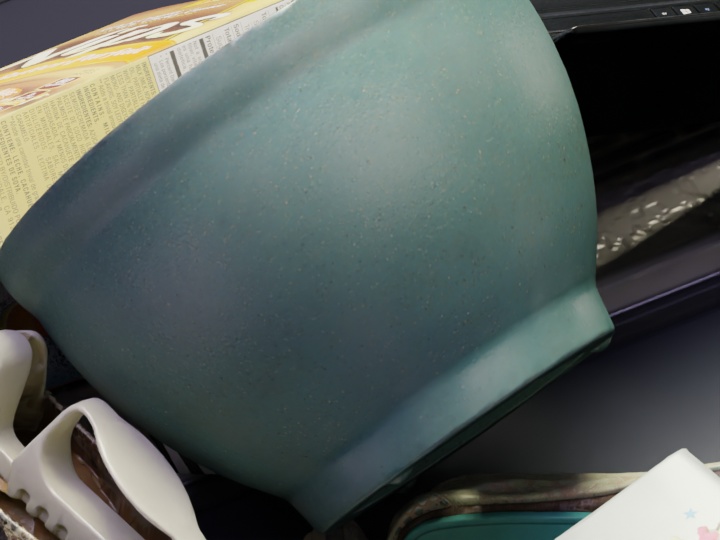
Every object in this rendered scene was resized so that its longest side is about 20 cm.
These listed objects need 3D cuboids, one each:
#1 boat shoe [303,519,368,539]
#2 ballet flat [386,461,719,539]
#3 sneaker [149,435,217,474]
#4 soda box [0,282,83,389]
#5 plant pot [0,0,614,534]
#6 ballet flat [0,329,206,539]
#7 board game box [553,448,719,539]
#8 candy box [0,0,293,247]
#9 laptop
[{"bbox_3d":[-0.015,0.169,0.843,0.073,0.075,0.200,-23,34,13],"label":"boat shoe"},{"bbox_3d":[0.107,0.088,0.877,0.199,0.068,0.062,3,15,16],"label":"ballet flat"},{"bbox_3d":[-0.044,-0.006,1.019,0.115,0.076,0.201,-5,47,13],"label":"sneaker"},{"bbox_3d":[-0.195,0.024,1.055,0.199,0.064,0.069,-16,42,3],"label":"soda box"},{"bbox_3d":[0.000,0.000,0.861,0.200,0.200,0.135,-34,84,-15],"label":"plant pot"},{"bbox_3d":[-0.100,0.065,0.843,0.200,0.076,0.068,37,42,24],"label":"ballet flat"},{"bbox_3d":[0.121,0.166,0.688,0.064,0.201,0.148,-33,44,-15],"label":"board game box"},{"bbox_3d":[-0.106,-0.051,0.968,0.115,0.056,0.200,-5,18,43],"label":"candy box"},{"bbox_3d":[0.105,-0.109,1.008,0.176,0.104,0.200,-7,39,-21],"label":"laptop"}]
